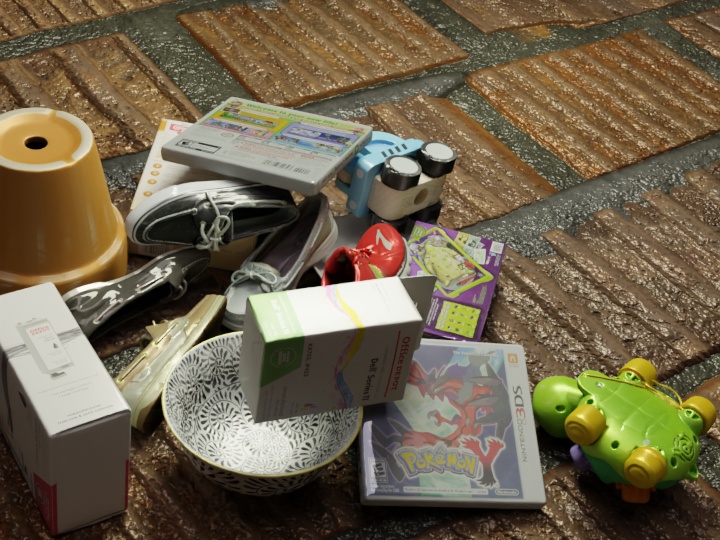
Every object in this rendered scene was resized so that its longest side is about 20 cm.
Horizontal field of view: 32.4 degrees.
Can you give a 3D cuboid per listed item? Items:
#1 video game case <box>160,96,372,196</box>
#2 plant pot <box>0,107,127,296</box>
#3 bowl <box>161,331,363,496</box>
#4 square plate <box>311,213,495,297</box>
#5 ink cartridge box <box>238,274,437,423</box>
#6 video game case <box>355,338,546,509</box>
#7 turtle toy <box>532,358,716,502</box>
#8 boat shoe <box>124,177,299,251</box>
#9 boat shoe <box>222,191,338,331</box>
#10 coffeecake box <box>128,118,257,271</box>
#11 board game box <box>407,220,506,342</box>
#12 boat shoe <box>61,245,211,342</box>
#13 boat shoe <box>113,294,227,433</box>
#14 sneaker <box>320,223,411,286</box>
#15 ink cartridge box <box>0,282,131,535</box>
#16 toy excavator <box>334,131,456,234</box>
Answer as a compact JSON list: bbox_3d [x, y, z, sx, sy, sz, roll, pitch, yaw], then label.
[{"bbox_3d":[-0.109,-0.153,1.499,0.200,0.022,0.182,14,31,18],"label":"video game case"},{"bbox_3d":[-0.367,-0.077,1.420,0.200,0.184,0.200,6,40,-5],"label":"plant pot"},{"bbox_3d":[-0.103,0.163,1.262,0.200,0.094,0.201,6,39,-5],"label":"bowl"},{"bbox_3d":[0.034,-0.004,1.540,0.198,0.028,0.200,-13,45,-25],"label":"square plate"},{"bbox_3d":[-0.013,0.075,1.219,0.200,0.117,0.067,-8,44,-20],"label":"ink cartridge box"},{"bbox_3d":[0.090,0.157,1.298,0.200,0.023,0.183,4,61,-17],"label":"video game case"},{"bbox_3d":[0.273,0.170,1.326,0.200,0.101,0.146,34,45,27],"label":"turtle toy"},{"bbox_3d":[-0.168,-0.057,1.427,0.199,0.074,0.068,-10,46,-25],"label":"boat shoe"},{"bbox_3d":[-0.099,-0.011,1.470,0.074,0.065,0.202,26,57,29],"label":"boat shoe"},{"bbox_3d":[-0.196,-0.098,1.567,0.153,0.073,0.200,10,40,-3],"label":"coffeecake box"},{"bbox_3d":[0.099,0.020,1.483,0.120,0.032,0.200,18,40,5],"label":"board game box"},{"bbox_3d":[-0.249,0.030,1.418,0.200,0.067,0.057,-23,66,-32],"label":"boat shoe"},{"bbox_3d":[-0.209,0.087,1.346,0.066,0.074,0.200,24,41,8],"label":"boat shoe"},{"bbox_3d":[0.000,0.000,1.425,0.077,0.085,0.200,-9,34,28],"label":"sneaker"},{"bbox_3d":[-0.301,0.132,1.215,0.083,0.147,0.200,-16,46,-28],"label":"ink cartridge box"},{"bbox_3d":[-0.010,-0.131,1.577,0.194,0.100,0.200,-24,50,-39],"label":"toy excavator"}]
